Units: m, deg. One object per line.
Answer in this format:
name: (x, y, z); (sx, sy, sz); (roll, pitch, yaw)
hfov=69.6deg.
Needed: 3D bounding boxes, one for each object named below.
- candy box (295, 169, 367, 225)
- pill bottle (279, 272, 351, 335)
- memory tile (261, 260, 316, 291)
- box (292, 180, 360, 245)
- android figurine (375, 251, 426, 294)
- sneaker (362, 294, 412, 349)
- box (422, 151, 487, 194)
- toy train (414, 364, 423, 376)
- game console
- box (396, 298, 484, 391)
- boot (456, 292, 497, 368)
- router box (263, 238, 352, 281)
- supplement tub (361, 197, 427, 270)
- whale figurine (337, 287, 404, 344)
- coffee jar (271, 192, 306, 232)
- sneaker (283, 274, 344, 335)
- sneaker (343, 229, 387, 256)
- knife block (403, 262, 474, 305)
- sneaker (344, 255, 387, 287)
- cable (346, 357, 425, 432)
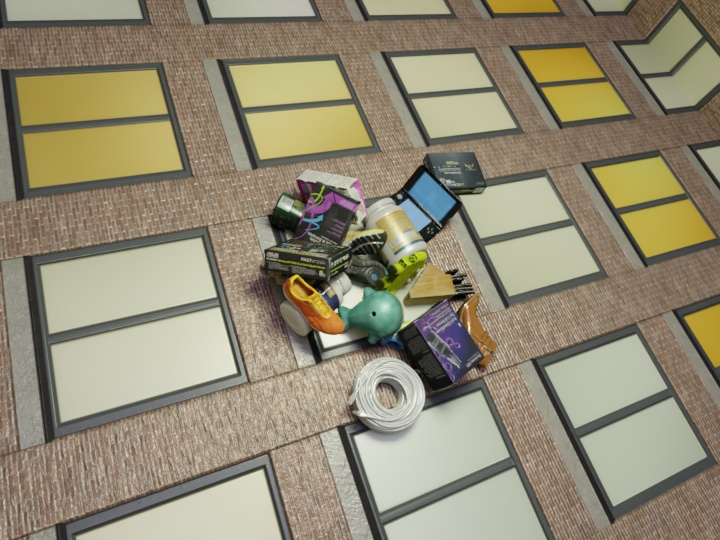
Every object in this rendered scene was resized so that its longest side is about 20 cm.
candy box: (-0.086, -0.224, 1.571); (0.198, 0.137, 0.061); (17, 53, 30)
pill bottle: (-0.120, 0.082, 1.460); (0.111, 0.111, 0.200); (45, 60, 9)
memory tile: (-0.185, -0.008, 1.481); (0.152, 0.017, 0.200); (-22, 36, -25)
box: (-0.102, -0.135, 1.485); (0.142, 0.036, 0.202); (27, 101, 15)
android figurine: (0.126, 0.010, 1.536); (0.041, 0.182, 0.199); (50, 28, 19)
sneaker: (0.071, 0.151, 1.503); (0.199, 0.076, 0.105); (36, 59, 3)
box: (0.339, -0.350, 1.867); (0.198, 0.051, 0.159); (-5, 63, -19)
toy train: (0.201, 0.221, 1.528); (0.056, 0.042, 0.202); (16, 59, 3)
game console: (0.200, -0.216, 1.713); (0.172, 0.119, 0.200); (-38, 78, -30)
box: (0.224, 0.210, 1.450); (0.147, 0.104, 0.201); (-31, 83, -35)
boot: (0.356, 0.180, 1.572); (0.154, 0.077, 0.201); (33, 61, 4)
router box: (-0.140, -0.032, 1.405); (0.198, 0.063, 0.150); (8, 17, 21)
supplement tub: (0.101, -0.109, 1.610); (0.144, 0.145, 0.201); (-24, 72, -26)
whale figurine: (0.020, 0.126, 1.443); (0.198, 0.104, 0.161); (-7, 83, 21)
coffee jar: (-0.166, -0.152, 1.576); (0.198, 0.104, 0.086); (25, 57, -3)
sneaker: (-0.120, 0.096, 1.348); (0.200, 0.077, 0.073); (41, 59, -7)
sneaker: (-0.011, -0.092, 1.563); (0.198, 0.078, 0.091); (-16, 42, 22)
knife block: (0.251, 0.068, 1.609); (0.175, 0.064, 0.200); (36, 58, 4)
sneaker: (0.000, 0.000, 1.563); (0.199, 0.082, 0.074); (25, 72, -28)
cable: (0.073, 0.340, 1.408); (0.199, 0.069, 0.201); (29, 58, -2)
